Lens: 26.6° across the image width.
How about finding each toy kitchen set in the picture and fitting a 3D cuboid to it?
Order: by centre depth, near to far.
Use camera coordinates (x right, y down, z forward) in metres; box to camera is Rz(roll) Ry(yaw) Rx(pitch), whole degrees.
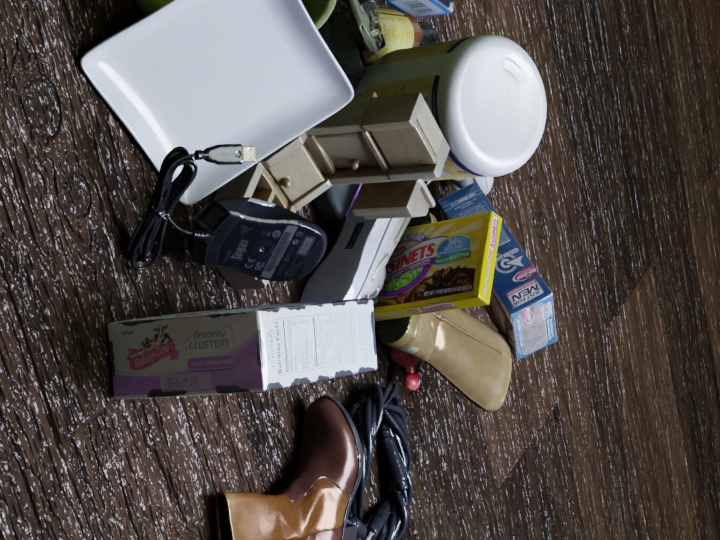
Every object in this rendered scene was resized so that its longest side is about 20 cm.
[{"bbox_3d":[-0.018,-0.053,1.526,0.164,0.198,0.182,56,43,-41],"label":"toy kitchen set"}]

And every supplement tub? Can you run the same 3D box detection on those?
[{"bbox_3d":[0.083,-0.168,1.619,0.144,0.199,0.148,0,90,-38],"label":"supplement tub"}]

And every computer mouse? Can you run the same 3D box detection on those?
[{"bbox_3d":[-0.113,-0.061,1.402,0.198,0.046,0.141,5,126,-30],"label":"computer mouse"}]

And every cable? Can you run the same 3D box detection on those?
[{"bbox_3d":[0.023,0.224,1.727,0.164,0.050,0.202,53,43,-45],"label":"cable"}]

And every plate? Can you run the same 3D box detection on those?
[{"bbox_3d":[-0.129,-0.181,1.396,0.201,0.198,0.032,56,1,-42],"label":"plate"}]

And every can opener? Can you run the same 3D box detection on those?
[{"bbox_3d":[-0.016,-0.295,1.648,0.053,0.066,0.201,56,15,-45],"label":"can opener"}]

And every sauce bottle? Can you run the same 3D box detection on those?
[{"bbox_3d":[0.033,-0.271,1.770,0.199,0.065,0.067,-9,95,-61],"label":"sauce bottle"}]

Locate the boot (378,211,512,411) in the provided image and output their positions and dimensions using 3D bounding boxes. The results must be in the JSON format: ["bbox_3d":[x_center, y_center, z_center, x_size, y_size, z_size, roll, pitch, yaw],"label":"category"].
[{"bbox_3d":[0.105,0.049,1.772,0.199,0.066,0.177,32,64,-42],"label":"boot"}]

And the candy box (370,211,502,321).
[{"bbox_3d":[0.064,-0.001,1.670,0.026,0.198,0.103,35,57,-40],"label":"candy box"}]

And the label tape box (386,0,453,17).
[{"bbox_3d":[0.058,-0.424,1.831,0.144,0.063,0.203,16,74,-60],"label":"label tape box"}]

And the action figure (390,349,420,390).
[{"bbox_3d":[0.088,0.058,1.840,0.099,0.065,0.202,37,56,-43],"label":"action figure"}]

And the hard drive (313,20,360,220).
[{"bbox_3d":[-0.045,-0.175,1.658,0.201,0.033,0.140,64,37,-36],"label":"hard drive"}]

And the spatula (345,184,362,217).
[{"bbox_3d":[0.055,-0.112,1.775,0.199,0.020,0.057,-36,121,-34],"label":"spatula"}]

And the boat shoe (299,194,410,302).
[{"bbox_3d":[0.000,0.000,1.655,0.070,0.070,0.202,44,60,-36],"label":"boat shoe"}]

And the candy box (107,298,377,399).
[{"bbox_3d":[-0.105,0.070,1.394,0.199,0.166,0.073,-5,90,-60],"label":"candy box"}]

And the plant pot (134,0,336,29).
[{"bbox_3d":[-0.110,-0.339,1.422,0.201,0.198,0.186,52,34,-45],"label":"plant pot"}]

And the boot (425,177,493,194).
[{"bbox_3d":[0.092,-0.136,1.874,0.200,0.073,0.096,51,51,-35],"label":"boot"}]

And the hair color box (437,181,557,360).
[{"bbox_3d":[0.166,-0.001,1.861,0.201,0.060,0.101,59,-9,37],"label":"hair color box"}]

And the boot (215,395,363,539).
[{"bbox_3d":[-0.084,0.226,1.551,0.199,0.068,0.191,4,91,-53],"label":"boot"}]
